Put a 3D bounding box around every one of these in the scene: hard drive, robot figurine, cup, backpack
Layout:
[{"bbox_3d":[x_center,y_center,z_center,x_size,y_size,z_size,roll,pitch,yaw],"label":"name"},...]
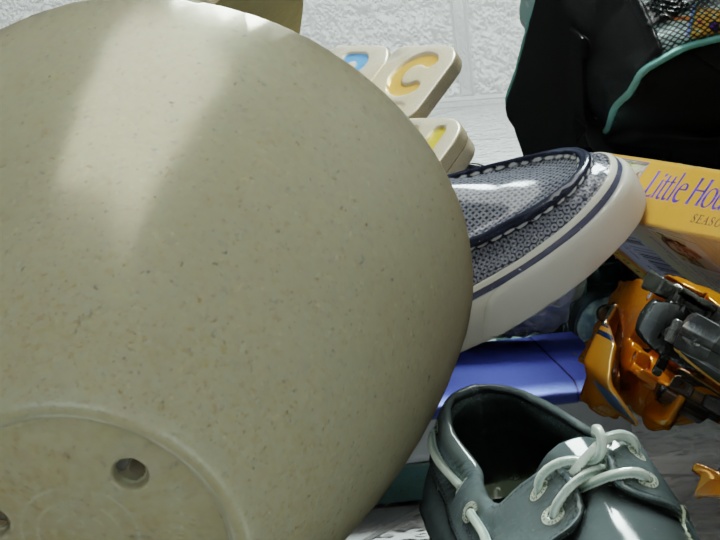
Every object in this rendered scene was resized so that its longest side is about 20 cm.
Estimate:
[{"bbox_3d":[-0.004,0.055,0.947,0.199,0.026,0.132,-6,7,-4],"label":"hard drive"},{"bbox_3d":[0.134,0.050,0.742,0.145,0.058,0.200,27,2,-7],"label":"robot figurine"},{"bbox_3d":[-0.071,0.036,0.750,0.199,0.201,0.143,-5,33,13],"label":"cup"},{"bbox_3d":[0.165,-0.103,0.990,0.199,0.154,0.176,-9,-29,-8],"label":"backpack"}]

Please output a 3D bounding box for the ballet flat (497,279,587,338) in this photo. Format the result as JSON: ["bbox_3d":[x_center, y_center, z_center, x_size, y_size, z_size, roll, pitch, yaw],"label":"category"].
[{"bbox_3d":[0.000,0.000,1.004,0.199,0.072,0.072,12,17,35],"label":"ballet flat"}]

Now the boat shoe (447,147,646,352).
[{"bbox_3d":[-0.008,-0.014,0.836,0.199,0.093,0.075,-25,23,14],"label":"boat shoe"}]

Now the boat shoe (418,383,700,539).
[{"bbox_3d":[0.059,0.076,0.717,0.072,0.062,0.200,-7,7,-11],"label":"boat shoe"}]

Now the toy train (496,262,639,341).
[{"bbox_3d":[0.126,0.011,1.113,0.113,0.086,0.200,3,7,-3],"label":"toy train"}]

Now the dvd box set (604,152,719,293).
[{"bbox_3d":[0.169,0.019,0.818,0.146,0.029,0.200,38,-8,-21],"label":"dvd box set"}]

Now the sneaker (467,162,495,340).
[{"bbox_3d":[0.068,-0.015,1.305,0.078,0.090,0.200,-9,7,-21],"label":"sneaker"}]

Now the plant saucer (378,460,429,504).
[{"bbox_3d":[-0.031,0.081,0.936,0.199,0.019,0.070,-7,7,2],"label":"plant saucer"}]

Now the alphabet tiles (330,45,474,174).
[{"bbox_3d":[-0.048,-0.026,0.986,0.199,0.015,0.196,5,50,46],"label":"alphabet tiles"}]

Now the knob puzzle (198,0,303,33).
[{"bbox_3d":[-0.088,-0.051,0.910,0.030,0.220,0.220,38,18,8],"label":"knob puzzle"}]
